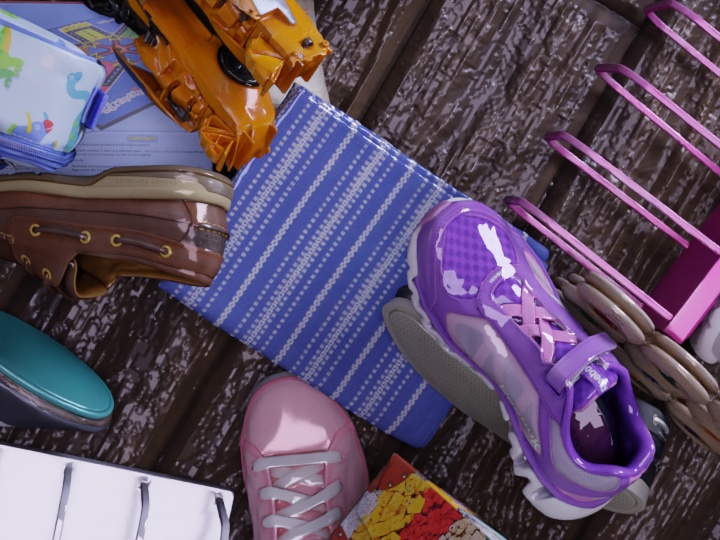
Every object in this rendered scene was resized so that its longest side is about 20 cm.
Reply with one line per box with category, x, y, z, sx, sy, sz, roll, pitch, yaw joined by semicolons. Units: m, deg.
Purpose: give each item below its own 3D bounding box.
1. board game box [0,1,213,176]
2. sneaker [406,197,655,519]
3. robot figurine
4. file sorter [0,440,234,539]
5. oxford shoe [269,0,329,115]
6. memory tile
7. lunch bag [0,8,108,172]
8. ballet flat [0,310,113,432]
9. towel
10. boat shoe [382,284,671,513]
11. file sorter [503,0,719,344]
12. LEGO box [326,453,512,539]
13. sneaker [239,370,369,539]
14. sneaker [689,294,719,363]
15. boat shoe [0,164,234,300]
board game box;-0.185;-0.105;1.608;0.198;0.019;0.104;1;95;-4
sneaker;0.102;0.046;1.526;0.080;0.088;0.201;-34;100;-21
robot figurine;-0.107;-0.160;1.526;0.058;0.145;0.200;-30;73;-41
file sorter;-0.181;0.181;1.577;0.198;0.125;0.140;12;93;-5
oxford shoe;-0.057;-0.152;1.577;0.071;0.074;0.201;-27;98;-36
memory tile;0.189;0.073;1.584;0.200;0.153;0.017;42;85;-5
lunch bag;-0.217;-0.109;1.495;0.160;0.200;0.083;20;93;-6
ballet flat;-0.238;0.045;1.597;0.199;0.073;0.073;35;91;-12
towel;0.000;0.000;1.604;0.199;0.024;0.145;33;93;-23
boat shoe;0.097;0.063;1.611;0.199;0.072;0.068;36;70;-17
file sorter;0.187;-0.079;1.581;0.125;0.139;0.200;38;91;-3
LEGO box;0.091;0.206;1.546;0.077;0.149;0.200;-52;130;0
sneaker;-0.027;0.161;1.598;0.075;0.105;0.202;-5;94;-2
sneaker;0.275;-0.016;1.622;0.082;0.075;0.200;42;90;-5
boat shoe;-0.166;-0.018;1.556;0.199;0.072;0.068;-3;79;23
